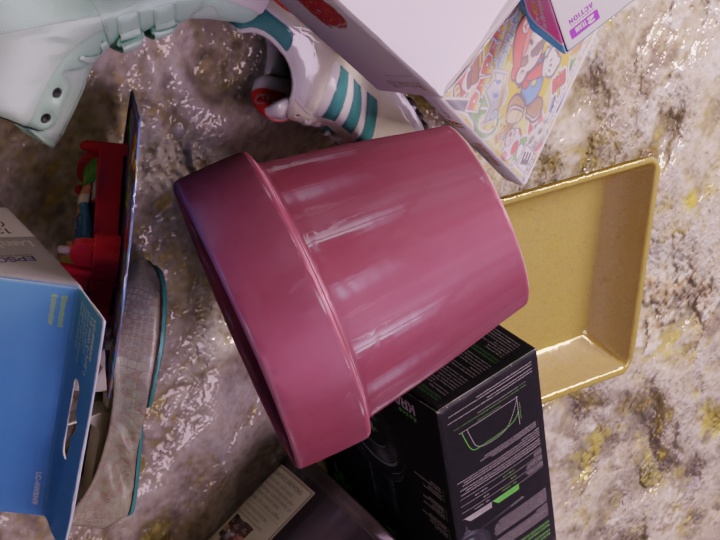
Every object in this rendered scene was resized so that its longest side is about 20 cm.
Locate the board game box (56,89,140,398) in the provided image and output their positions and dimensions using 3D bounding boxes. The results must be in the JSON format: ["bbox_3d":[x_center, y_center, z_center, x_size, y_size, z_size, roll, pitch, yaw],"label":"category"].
[{"bbox_3d":[-0.158,-0.022,0.957,0.039,0.200,0.158,6,103,-12],"label":"board game box"}]

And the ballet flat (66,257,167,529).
[{"bbox_3d":[-0.170,0.087,1.078,0.062,0.067,0.200,-2,115,-28],"label":"ballet flat"}]

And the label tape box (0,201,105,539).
[{"bbox_3d":[-0.217,0.049,0.919,0.066,0.200,0.144,-1,115,-32],"label":"label tape box"}]

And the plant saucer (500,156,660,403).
[{"bbox_3d":[0.140,0.011,1.301,0.200,0.048,0.200,-17,123,-33],"label":"plant saucer"}]

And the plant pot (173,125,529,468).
[{"bbox_3d":[0.000,0.000,1.043,0.179,0.200,0.200,-24,129,-6],"label":"plant pot"}]

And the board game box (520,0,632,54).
[{"bbox_3d":[0.150,-0.255,1.028,0.153,0.040,0.200,-38,139,-9],"label":"board game box"}]

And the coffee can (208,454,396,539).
[{"bbox_3d":[-0.065,0.252,1.199,0.200,0.146,0.146,-46,134,-9],"label":"coffee can"}]

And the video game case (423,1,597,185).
[{"bbox_3d":[0.121,-0.178,1.139,0.200,0.023,0.182,-64,151,-5],"label":"video game case"}]

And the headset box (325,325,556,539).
[{"bbox_3d":[0.048,0.116,1.196,0.093,0.174,0.200,-30,131,-24],"label":"headset box"}]

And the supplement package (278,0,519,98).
[{"bbox_3d":[-0.007,-0.209,0.952,0.200,0.121,0.120,40,85,-18],"label":"supplement package"}]

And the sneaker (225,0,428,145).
[{"bbox_3d":[-0.024,-0.117,1.085,0.093,0.070,0.200,-35,130,-10],"label":"sneaker"}]

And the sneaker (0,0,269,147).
[{"bbox_3d":[-0.152,-0.132,0.958,0.200,0.074,0.118,1,107,-29],"label":"sneaker"}]
